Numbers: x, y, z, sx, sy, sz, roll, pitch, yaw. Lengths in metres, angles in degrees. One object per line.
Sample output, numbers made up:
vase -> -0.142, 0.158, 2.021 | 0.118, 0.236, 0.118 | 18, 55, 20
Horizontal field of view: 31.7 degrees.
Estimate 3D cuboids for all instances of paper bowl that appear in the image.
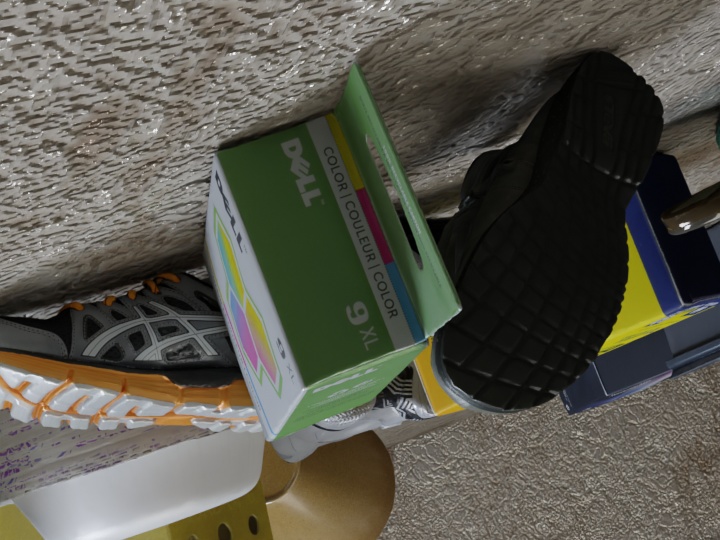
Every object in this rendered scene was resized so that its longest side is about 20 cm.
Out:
paper bowl -> -0.141, 0.109, 0.801 | 0.198, 0.106, 0.201 | -19, 175, -2

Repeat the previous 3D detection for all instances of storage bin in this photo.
storage bin -> 0.419, 0.017, 1.396 | 0.144, 0.136, 0.199 | -11, 166, -42

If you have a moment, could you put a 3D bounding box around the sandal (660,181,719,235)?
sandal -> 0.267, -0.040, 0.798 | 0.198, 0.055, 0.081 | -9, 165, -47

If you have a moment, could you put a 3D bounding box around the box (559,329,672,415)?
box -> 0.402, 0.118, 1.896 | 0.197, 0.125, 0.199 | -20, 168, -11

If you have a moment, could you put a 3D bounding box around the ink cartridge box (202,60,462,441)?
ink cartridge box -> -0.023, 0.003, 0.549 | 0.059, 0.105, 0.200 | -19, 169, -14

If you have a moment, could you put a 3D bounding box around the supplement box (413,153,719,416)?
supplement box -> 0.134, 0.010, 0.876 | 0.198, 0.111, 0.108 | -28, 167, 32

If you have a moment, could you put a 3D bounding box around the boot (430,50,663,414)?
boot -> 0.067, 0.000, 0.589 | 0.131, 0.067, 0.201 | -42, -165, 55

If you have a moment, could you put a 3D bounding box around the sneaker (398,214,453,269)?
sneaker -> 0.000, 0.000, 0.740 | 0.197, 0.075, 0.083 | -14, 133, -14

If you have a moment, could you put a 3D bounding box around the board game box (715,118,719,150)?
board game box -> 0.326, -0.118, 0.792 | 0.198, 0.046, 0.152 | -23, 170, 9

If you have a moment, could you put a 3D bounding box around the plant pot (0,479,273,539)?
plant pot -> -0.174, 0.220, 0.982 | 0.174, 0.203, 0.199 | -15, 173, 26

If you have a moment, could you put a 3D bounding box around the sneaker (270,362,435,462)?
sneaker -> -0.007, 0.102, 1.036 | 0.198, 0.076, 0.114 | -2, 159, -47

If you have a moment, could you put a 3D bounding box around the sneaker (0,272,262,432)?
sneaker -> -0.111, 0.039, 0.651 | 0.197, 0.079, 0.078 | 7, 160, -29

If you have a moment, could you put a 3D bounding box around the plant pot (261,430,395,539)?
plant pot -> -0.074, 0.244, 1.493 | 0.184, 0.189, 0.200 | -23, 157, 12
